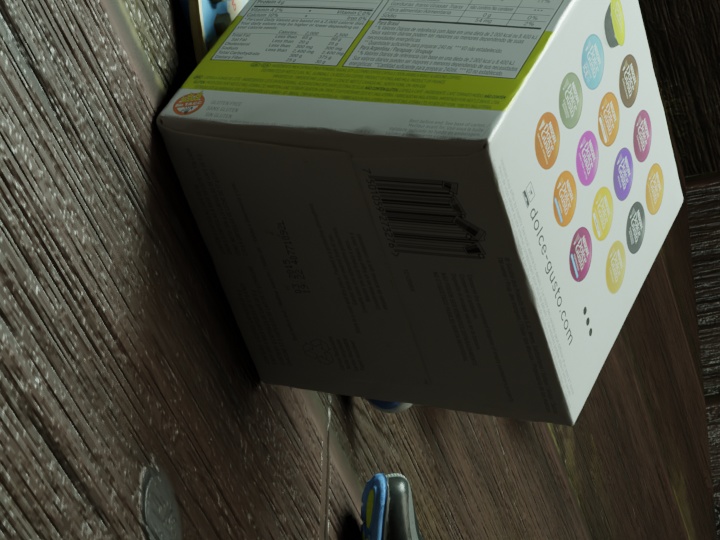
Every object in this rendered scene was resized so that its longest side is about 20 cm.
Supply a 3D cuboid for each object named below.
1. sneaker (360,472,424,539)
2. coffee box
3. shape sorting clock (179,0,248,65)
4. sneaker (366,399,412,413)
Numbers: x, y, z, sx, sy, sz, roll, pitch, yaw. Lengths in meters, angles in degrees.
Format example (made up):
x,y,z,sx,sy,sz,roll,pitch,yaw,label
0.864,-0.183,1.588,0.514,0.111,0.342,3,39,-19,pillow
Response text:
x,y,z,sx,sy,sz,roll,pitch,yaw,label
0.057,0.209,1.503,0.200,0.083,0.071,63,5,-18,sneaker
0.042,-0.061,1.306,0.198,0.200,0.200,-58,142,-40,coffee box
-0.061,-0.138,1.394,0.200,0.039,0.200,-10,90,-77,shape sorting clock
0.000,0.000,1.504,0.077,0.076,0.200,-33,117,-56,sneaker
